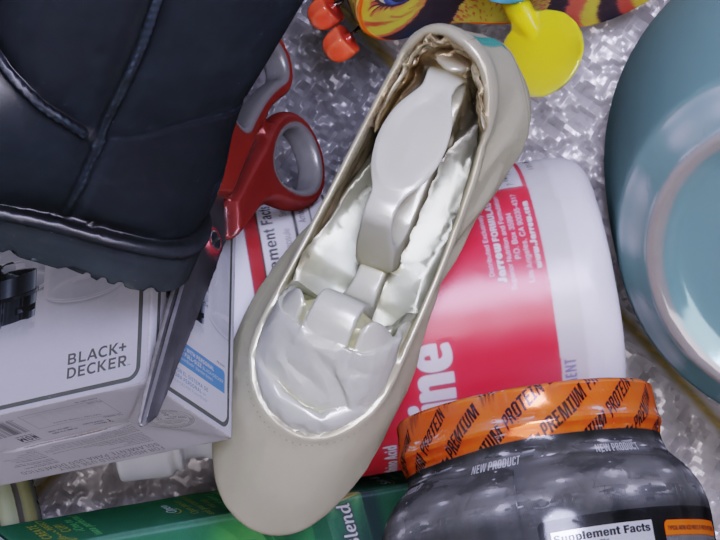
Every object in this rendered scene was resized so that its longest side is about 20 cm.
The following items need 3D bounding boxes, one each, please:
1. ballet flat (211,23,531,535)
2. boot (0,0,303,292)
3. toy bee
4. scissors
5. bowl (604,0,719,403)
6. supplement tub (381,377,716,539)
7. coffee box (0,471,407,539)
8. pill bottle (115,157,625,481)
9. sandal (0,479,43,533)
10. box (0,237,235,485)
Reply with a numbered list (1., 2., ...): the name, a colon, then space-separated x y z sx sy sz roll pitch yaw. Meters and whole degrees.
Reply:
1. ballet flat: 0.000 0.000 0.977 0.069 0.069 0.201 26 83 -6
2. boot: -0.115 -0.093 0.868 0.199 0.077 0.169 15 118 -15
3. toy bee: 0.031 -0.128 1.055 0.199 0.131 0.109 23 129 -23
4. scissors: -0.056 -0.023 0.968 0.014 0.200 0.073 -12 114 27
5. bowl: 0.176 -0.020 1.035 0.200 0.105 0.202 8 112 19
6. supplement tub: 0.074 0.146 0.966 0.122 0.123 0.201 -8 78 -3
7. coffee box: -0.045 0.148 1.071 0.199 0.044 0.124 -6 101 -25
8. pill bottle: -0.003 0.025 1.064 0.199 0.112 0.113 -9 97 -3
9. sandal: -0.158 0.099 1.074 0.057 0.080 0.202 -19 98 -13
10. box: -0.107 -0.030 1.009 0.116 0.060 0.201 -14 62 25
